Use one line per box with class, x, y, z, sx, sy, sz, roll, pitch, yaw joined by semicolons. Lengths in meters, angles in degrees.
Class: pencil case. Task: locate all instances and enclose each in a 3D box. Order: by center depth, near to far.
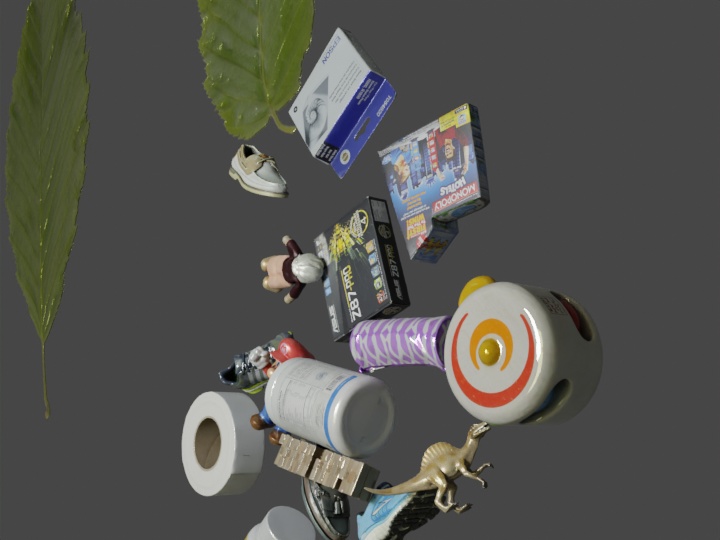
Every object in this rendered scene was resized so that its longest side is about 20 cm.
pencil case;0.069;0.115;1.321;0.200;0.084;0.086;-9;68;48

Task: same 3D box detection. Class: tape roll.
tape roll;-0.270;0.339;1.689;0.202;0.071;0.203;-13;73;47

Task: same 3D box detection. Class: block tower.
block tower;-0.056;0.315;1.380;0.200;0.054;0.058;9;71;48

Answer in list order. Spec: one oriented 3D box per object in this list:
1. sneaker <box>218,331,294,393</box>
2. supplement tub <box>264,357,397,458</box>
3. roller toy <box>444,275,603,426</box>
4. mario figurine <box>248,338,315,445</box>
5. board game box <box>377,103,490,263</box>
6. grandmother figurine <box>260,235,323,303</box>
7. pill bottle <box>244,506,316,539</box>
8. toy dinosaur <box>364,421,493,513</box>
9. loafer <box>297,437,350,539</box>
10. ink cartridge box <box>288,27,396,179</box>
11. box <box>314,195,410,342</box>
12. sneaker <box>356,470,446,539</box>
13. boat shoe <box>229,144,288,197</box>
sneaker;-0.190;0.175;1.616;0.200;0.081;0.074;-41;55;37
supplement tub;-0.049;0.220;1.406;0.200;0.132;0.132;8;89;51
roller toy;0.205;0.107;1.122;0.182;0.140;0.200;-2;81;49
mario figurine;-0.150;0.211;1.529;0.106;0.123;0.200;-81;7;-67
board game box;0.122;-0.122;1.323;0.200;0.062;0.200;-21;68;45
grandmother figurine;-0.122;-0.003;1.556;0.200;0.061;0.121;-1;103;63
pill bottle;-0.163;0.511;1.498;0.114;0.114;0.200;52;122;41
toy dinosaur;0.115;0.296;1.226;0.200;0.058;0.101;-32;56;-3
loafer;-0.059;0.355;1.443;0.063;0.072;0.200;-47;49;26
ink cartridge box;-0.039;-0.302;1.558;0.200;0.041;0.200;-55;47;28
box;0.000;0.000;1.452;0.161;0.049;0.200;-37;56;44
sneaker;0.049;0.353;1.310;0.200;0.078;0.090;-49;44;30
boat shoe;-0.201;-0.197;1.702;0.200;0.075;0.068;33;114;48
